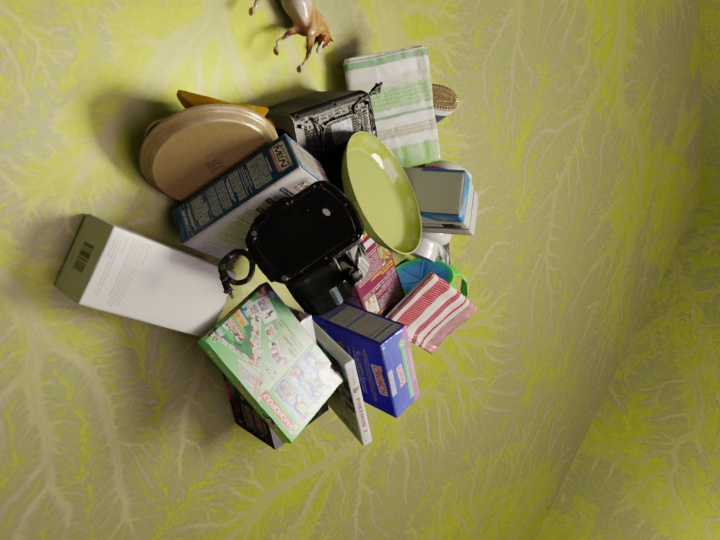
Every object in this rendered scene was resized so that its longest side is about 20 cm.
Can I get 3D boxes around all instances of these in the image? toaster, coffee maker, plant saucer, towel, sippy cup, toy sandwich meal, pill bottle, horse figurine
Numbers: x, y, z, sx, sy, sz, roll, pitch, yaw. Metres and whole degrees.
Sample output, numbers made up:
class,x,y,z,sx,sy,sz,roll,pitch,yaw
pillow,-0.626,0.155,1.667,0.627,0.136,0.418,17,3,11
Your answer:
class,x,y,z,sx,sy,sz,roll,pitch,yaw
toaster,-0.058,-0.192,0.917,0.200,0.119,0.181,-32,126,-36
coffee maker,-0.085,-0.017,0.811,0.200,0.192,0.135,78,0,-72
plant saucer,0.029,-0.114,0.867,0.200,0.031,0.200,36,42,-42
towel,0.056,-0.276,0.987,0.149,0.031,0.200,-13,110,-7
towel,0.144,0.091,1.143,0.144,0.023,0.200,-46,139,9
sippy cup,0.137,0.063,1.218,0.140,0.178,0.130,-63,151,-48
toy sandwich meal,-0.200,-0.168,0.775,0.205,0.070,0.205,-17,152,-9
pill bottle,0.155,-0.123,1.191,0.104,0.104,0.200,23,86,-49
horse figurine,-0.108,-0.393,0.837,0.200,0.050,0.133,52,52,-37

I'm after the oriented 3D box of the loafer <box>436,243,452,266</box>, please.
class,x,y,z,sx,sy,sz,roll,pitch,yaw
loafer,0.184,0.007,1.296,0.070,0.068,0.201,-24,117,-31

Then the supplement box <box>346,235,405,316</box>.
class,x,y,z,sx,sy,sz,roll,pitch,yaw
supplement box,0.000,0.000,1.075,0.110,0.086,0.200,-43,132,-30

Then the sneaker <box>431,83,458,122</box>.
class,x,y,z,sx,sy,sz,roll,pitch,yaw
sneaker,0.071,-0.313,1.059,0.200,0.108,0.070,11,72,-18

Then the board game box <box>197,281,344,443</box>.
class,x,y,z,sx,sy,sz,roll,pitch,yaw
board game box,-0.127,0.135,0.842,0.200,0.029,0.135,54,53,-14

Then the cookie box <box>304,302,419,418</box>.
class,x,y,z,sx,sy,sz,roll,pitch,yaw
cookie box,0.000,0.155,1.043,0.075,0.200,0.171,-36,128,-35

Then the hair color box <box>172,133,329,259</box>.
class,x,y,z,sx,sy,sz,roll,pitch,yaw
hair color box,-0.150,-0.096,0.793,0.200,0.061,0.100,-30,158,15

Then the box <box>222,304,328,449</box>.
class,x,y,z,sx,sy,sz,roll,pitch,yaw
box,-0.145,0.171,0.953,0.132,0.115,0.200,-30,124,-38

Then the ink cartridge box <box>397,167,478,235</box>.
class,x,y,z,sx,sy,sz,roll,pitch,yaw
ink cartridge box,0.132,-0.123,1.039,0.200,0.144,0.084,17,79,-71

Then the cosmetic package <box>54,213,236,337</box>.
class,x,y,z,sx,sy,sz,roll,pitch,yaw
cosmetic package,-0.282,0.014,0.767,0.200,0.085,0.108,29,82,-50

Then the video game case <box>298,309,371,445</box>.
class,x,y,z,sx,sy,sz,roll,pitch,yaw
video game case,-0.052,0.184,0.999,0.023,0.200,0.182,-24,122,-21
